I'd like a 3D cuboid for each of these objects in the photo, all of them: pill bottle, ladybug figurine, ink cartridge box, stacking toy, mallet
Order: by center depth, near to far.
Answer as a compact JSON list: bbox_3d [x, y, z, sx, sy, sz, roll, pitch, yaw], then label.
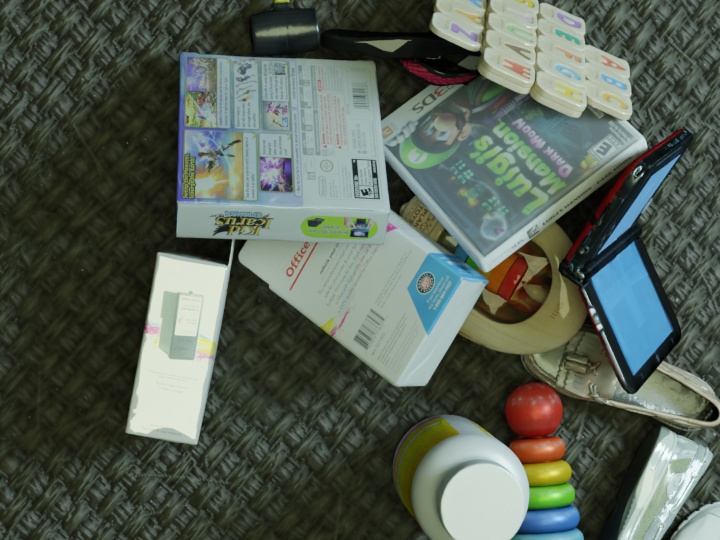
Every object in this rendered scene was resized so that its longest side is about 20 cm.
[{"bbox_3d":[0.090,0.191,1.427,0.103,0.200,0.105,0,92,-6],"label":"pill bottle"},{"bbox_3d":[-0.157,0.045,1.434,0.067,0.117,0.202,11,91,-4],"label":"ink cartridge box"},{"bbox_3d":[0.000,0.000,1.441,0.200,0.068,0.116,37,104,23],"label":"ink cartridge box"},{"bbox_3d":[0.122,-0.006,1.469,0.199,0.072,0.136,37,101,13],"label":"ladybug figurine"},{"bbox_3d":[-0.067,-0.297,1.473,0.065,0.041,0.202,2,88,-5],"label":"mallet"},{"bbox_3d":[0.169,0.206,1.505,0.084,0.085,0.202,-3,86,-6],"label":"stacking toy"}]

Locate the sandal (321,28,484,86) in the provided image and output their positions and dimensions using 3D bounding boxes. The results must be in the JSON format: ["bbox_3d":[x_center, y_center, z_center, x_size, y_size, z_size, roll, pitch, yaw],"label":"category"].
[{"bbox_3d":[0.062,-0.192,1.467,0.198,0.075,0.046,4,104,9],"label":"sandal"}]

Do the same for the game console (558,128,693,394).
[{"bbox_3d":[0.264,-0.014,1.425,0.118,0.200,0.173,37,115,11],"label":"game console"}]

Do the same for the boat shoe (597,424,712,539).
[{"bbox_3d":[0.267,0.249,1.515,0.064,0.074,0.203,23,83,-2],"label":"boat shoe"}]

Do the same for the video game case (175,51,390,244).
[{"bbox_3d":[-0.071,-0.109,1.412,0.179,0.201,0.046,3,136,-7],"label":"video game case"}]

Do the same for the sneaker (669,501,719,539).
[{"bbox_3d":[0.384,0.254,1.520,0.198,0.087,0.075,-16,96,-4],"label":"sneaker"}]

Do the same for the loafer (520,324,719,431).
[{"bbox_3d":[0.250,0.100,1.509,0.198,0.063,0.072,20,90,-7],"label":"loafer"}]

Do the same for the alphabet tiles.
[{"bbox_3d":[0.155,-0.201,1.429,0.194,0.201,0.015,24,121,-6],"label":"alphabet tiles"}]

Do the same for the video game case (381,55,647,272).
[{"bbox_3d":[0.127,-0.117,1.443,0.181,0.023,0.200,-37,53,-3],"label":"video game case"}]
